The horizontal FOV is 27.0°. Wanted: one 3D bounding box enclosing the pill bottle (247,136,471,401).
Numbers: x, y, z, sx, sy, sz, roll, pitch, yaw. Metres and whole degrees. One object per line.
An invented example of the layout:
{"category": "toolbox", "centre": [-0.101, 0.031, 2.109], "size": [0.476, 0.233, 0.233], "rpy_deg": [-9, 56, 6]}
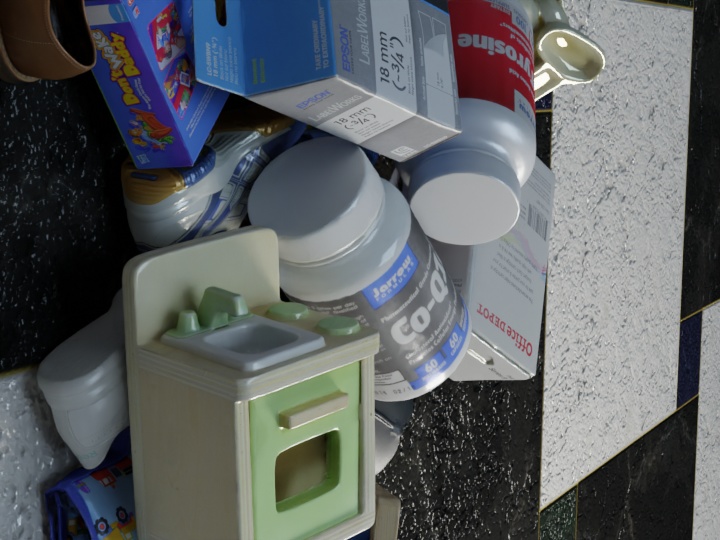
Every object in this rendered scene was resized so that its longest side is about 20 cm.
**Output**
{"category": "pill bottle", "centre": [0.000, 0.000, 1.121], "size": [0.200, 0.113, 0.114], "rpy_deg": [57, 45, -45]}

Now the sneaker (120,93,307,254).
{"category": "sneaker", "centre": [-0.106, -0.070, 1.101], "size": [0.200, 0.075, 0.088], "rpy_deg": [-39, 138, -46]}

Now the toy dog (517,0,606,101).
{"category": "toy dog", "centre": [0.102, -0.245, 1.362], "size": [0.194, 0.139, 0.200], "rpy_deg": [28, 33, -37]}

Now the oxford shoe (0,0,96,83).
{"category": "oxford shoe", "centre": [-0.200, -0.205, 0.878], "size": [0.071, 0.071, 0.200], "rpy_deg": [-53, 137, -45]}

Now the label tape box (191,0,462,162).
{"category": "label tape box", "centre": [-0.021, -0.173, 1.023], "size": [0.200, 0.063, 0.145], "rpy_deg": [17, 61, -45]}

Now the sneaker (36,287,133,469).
{"category": "sneaker", "centre": [-0.141, 0.060, 1.040], "size": [0.200, 0.075, 0.089], "rpy_deg": [-39, 127, -42]}

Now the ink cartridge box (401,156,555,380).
{"category": "ink cartridge box", "centre": [0.099, -0.017, 1.313], "size": [0.145, 0.087, 0.201], "rpy_deg": [35, 55, -53]}

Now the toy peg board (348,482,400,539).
{"category": "toy peg board", "centre": [-0.040, 0.265, 1.169], "size": [0.199, 0.097, 0.201], "rpy_deg": [150, -53, -84]}

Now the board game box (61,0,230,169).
{"category": "board game box", "centre": [-0.124, -0.185, 1.032], "size": [0.200, 0.045, 0.135], "rpy_deg": [-69, 150, -44]}

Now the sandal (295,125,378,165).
{"category": "sandal", "centre": [-0.026, -0.086, 1.229], "size": [0.200, 0.087, 0.080], "rpy_deg": [-33, 121, -60]}

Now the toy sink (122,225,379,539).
{"category": "toy sink", "centre": [-0.067, 0.085, 0.982], "size": [0.130, 0.112, 0.201], "rpy_deg": [-17, 113, -45]}

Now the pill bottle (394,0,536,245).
{"category": "pill bottle", "centre": [0.083, -0.123, 1.188], "size": [0.112, 0.112, 0.200], "rpy_deg": [62, 25, -47]}

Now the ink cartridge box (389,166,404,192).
{"category": "ink cartridge box", "centre": [0.060, -0.084, 1.395], "size": [0.160, 0.047, 0.200], "rpy_deg": [58, 38, -38]}

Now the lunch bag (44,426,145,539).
{"category": "lunch bag", "centre": [-0.145, 0.206, 1.051], "size": [0.150, 0.094, 0.201], "rpy_deg": [-21, 102, -59]}

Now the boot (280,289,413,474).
{"category": "boot", "centre": [-0.007, 0.070, 1.296], "size": [0.168, 0.076, 0.201], "rpy_deg": [40, 65, -54]}
